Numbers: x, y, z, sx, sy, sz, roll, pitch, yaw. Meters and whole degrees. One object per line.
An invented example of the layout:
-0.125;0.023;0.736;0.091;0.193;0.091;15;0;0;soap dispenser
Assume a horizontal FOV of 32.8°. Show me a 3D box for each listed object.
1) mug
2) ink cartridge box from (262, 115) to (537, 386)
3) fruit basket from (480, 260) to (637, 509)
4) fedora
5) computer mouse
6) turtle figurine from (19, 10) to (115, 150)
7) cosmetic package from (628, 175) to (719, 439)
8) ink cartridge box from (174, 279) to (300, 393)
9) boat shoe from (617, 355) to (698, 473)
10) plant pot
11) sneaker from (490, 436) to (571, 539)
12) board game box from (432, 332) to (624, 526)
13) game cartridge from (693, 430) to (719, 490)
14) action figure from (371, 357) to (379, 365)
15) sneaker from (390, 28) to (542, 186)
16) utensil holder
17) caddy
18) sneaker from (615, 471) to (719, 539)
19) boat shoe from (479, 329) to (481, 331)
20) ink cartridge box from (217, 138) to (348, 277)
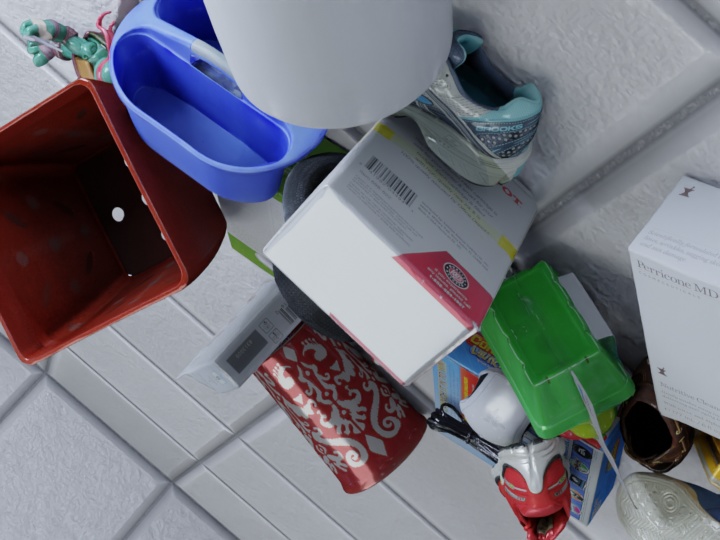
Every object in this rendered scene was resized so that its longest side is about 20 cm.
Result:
-0.042;0.156;1.495;0.200;0.133;0.177;49;154;-12;mug
0.038;-0.031;0.915;0.145;0.200;0.083;43;124;-4;ink cartridge box
0.180;0.088;1.040;0.200;0.094;0.185;49;-168;-48;fruit basket
0.000;0.000;1.008;0.201;0.201;0.092;44;126;-9;fedora
0.121;0.147;1.171;0.110;0.044;0.200;37;160;11;computer mouse
-0.281;-0.200;1.251;0.200;0.101;0.150;31;144;63;turtle figurine
0.265;0.039;0.862;0.113;0.081;0.200;24;153;38;cosmetic package
-0.133;0.078;1.448;0.047;0.160;0.200;45;157;-8;ink cartridge box
0.255;0.133;1.066;0.070;0.070;0.200;24;154;23;boat shoe
-0.240;-0.057;1.155;0.200;0.176;0.200;-25;93;24;plant pot
0.161;0.213;1.135;0.077;0.085;0.200;-11;160;8;sneaker
0.170;0.154;1.252;0.196;0.056;0.200;31;156;21;board game box
0.359;0.197;0.966;0.200;0.032;0.176;34;-172;8;game cartridge
0.044;0.066;1.280;0.052;0.066;0.200;-2;160;-12;action figure
0.048;-0.152;0.887;0.200;0.078;0.086;33;141;6;sneaker
-0.028;-0.209;0.755;0.170;0.170;0.200;30;157;23;utensil holder
-0.115;-0.153;1.026;0.200;0.141;0.105;35;162;11;caddy
0.331;0.237;1.087;0.200;0.077;0.111;17;-177;42;sneaker
0.041;-0.001;1.104;0.199;0.072;0.071;9;117;-1;boat shoe
-0.064;-0.057;1.208;0.148;0.076;0.200;33;158;16;ink cartridge box
